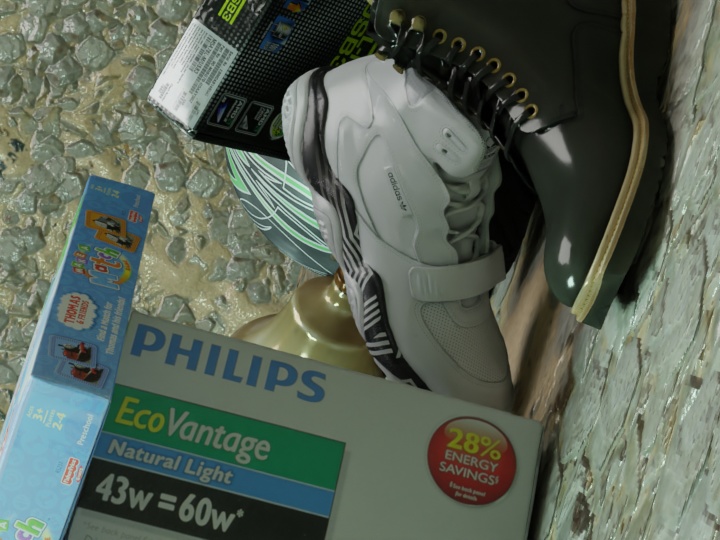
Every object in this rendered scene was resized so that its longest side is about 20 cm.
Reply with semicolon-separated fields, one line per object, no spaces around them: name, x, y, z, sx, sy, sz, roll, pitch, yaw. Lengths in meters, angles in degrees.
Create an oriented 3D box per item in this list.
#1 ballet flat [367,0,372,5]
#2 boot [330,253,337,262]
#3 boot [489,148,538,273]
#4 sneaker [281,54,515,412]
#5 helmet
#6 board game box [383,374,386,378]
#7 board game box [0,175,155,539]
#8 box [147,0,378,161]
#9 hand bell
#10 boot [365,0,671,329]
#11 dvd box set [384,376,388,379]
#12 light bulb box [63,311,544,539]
ballet flat;0.084;-0.192;1.051;0.200;0.069;0.063;-37;-17;-14
boot;0.049;-0.074;1.166;0.075;0.097;0.200;119;167;-66
boot;0.084;-0.112;1.028;0.200;0.076;0.168;109;174;-48
sneaker;0.045;-0.024;0.917;0.115;0.200;0.075;-27;-2;42
helmet;0.003;-0.086;1.300;0.191;0.200;0.200;-54;-11;-46
board game box;-0.021;0.143;1.287;0.136;0.035;0.200;-60;0;8
board game box;-0.133;0.065;0.806;0.200;0.037;0.151;-95;25;-65
box;-0.008;-0.155;1.079;0.200;0.048;0.193;-57;-29;12
hand bell;0.000;0.000;1.044;0.104;0.104;0.200;-79;11;-48
boot;0.058;-0.069;0.823;0.200;0.138;0.077;-80;9;-47
dvd box set;-0.007;0.166;1.101;0.200;0.029;0.146;-62;11;1
light bulb box;-0.041;0.134;0.883;0.200;0.198;0.125;117;167;-62
